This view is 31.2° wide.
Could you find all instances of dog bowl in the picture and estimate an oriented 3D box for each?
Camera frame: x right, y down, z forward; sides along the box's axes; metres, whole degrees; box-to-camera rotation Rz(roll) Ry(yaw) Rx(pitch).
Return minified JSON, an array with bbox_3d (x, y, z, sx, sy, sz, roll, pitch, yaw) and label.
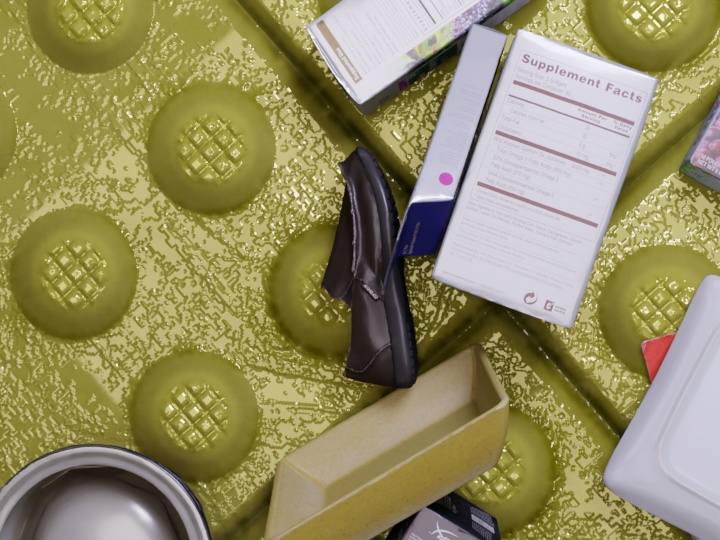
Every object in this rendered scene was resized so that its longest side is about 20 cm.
[{"bbox_3d":[-0.211,0.239,1.066,0.199,0.074,0.201,0,90,4],"label":"dog bowl"}]

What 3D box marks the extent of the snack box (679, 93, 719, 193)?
[{"bbox_3d":[0.367,-0.137,1.031,0.142,0.053,0.201,30,91,3],"label":"snack box"}]

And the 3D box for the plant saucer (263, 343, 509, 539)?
[{"bbox_3d":[0.027,0.143,0.989,0.199,0.200,0.049,-32,98,4],"label":"plant saucer"}]

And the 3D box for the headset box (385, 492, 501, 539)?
[{"bbox_3d":[0.029,0.273,1.007,0.075,0.149,0.201,31,92,3],"label":"headset box"}]

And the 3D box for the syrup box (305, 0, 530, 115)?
[{"bbox_3d":[0.060,-0.216,1.044,0.200,0.079,0.082,-36,87,3],"label":"syrup box"}]

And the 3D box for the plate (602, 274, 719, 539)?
[{"bbox_3d":[0.321,0.127,1.010,0.199,0.032,0.201,28,81,13],"label":"plate"}]

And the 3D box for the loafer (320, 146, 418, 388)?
[{"bbox_3d":[0.000,0.000,1.050,0.071,0.073,0.201,-8,87,6],"label":"loafer"}]

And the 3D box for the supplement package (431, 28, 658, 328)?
[{"bbox_3d":[0.141,-0.069,1.017,0.117,0.117,0.201,20,91,5],"label":"supplement package"}]

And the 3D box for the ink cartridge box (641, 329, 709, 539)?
[{"bbox_3d":[0.330,0.135,1.035,0.161,0.050,0.201,-15,91,4],"label":"ink cartridge box"}]

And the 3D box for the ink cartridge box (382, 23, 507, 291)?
[{"bbox_3d":[0.065,-0.084,0.997,0.037,0.095,0.201,21,65,4],"label":"ink cartridge box"}]
